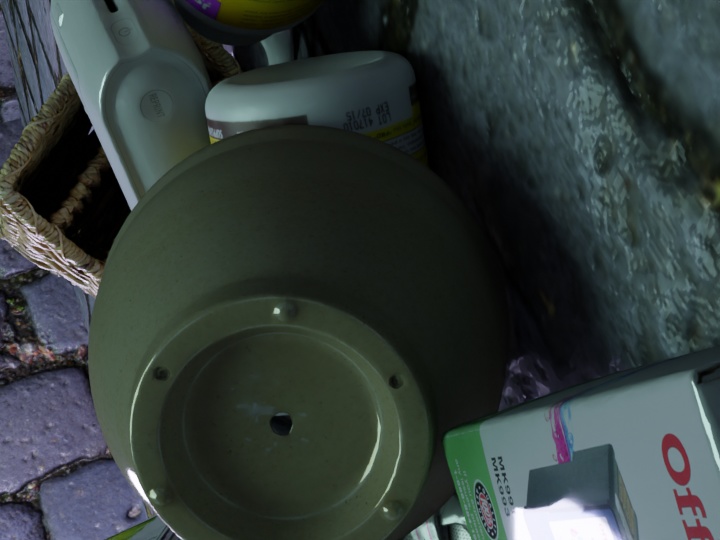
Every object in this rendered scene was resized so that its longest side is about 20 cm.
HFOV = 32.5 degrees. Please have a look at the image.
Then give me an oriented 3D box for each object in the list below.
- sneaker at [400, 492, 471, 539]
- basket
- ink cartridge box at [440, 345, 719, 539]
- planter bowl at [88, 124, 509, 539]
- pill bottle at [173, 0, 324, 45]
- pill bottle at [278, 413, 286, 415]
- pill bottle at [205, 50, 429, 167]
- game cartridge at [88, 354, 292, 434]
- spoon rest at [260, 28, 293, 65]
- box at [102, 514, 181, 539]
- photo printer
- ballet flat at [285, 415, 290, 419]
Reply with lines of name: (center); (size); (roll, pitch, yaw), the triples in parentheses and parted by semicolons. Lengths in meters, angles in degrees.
sneaker: (0.044, 0.147, 0.636); (0.200, 0.088, 0.082); (127, 126, -69)
basket: (-0.161, -0.082, 0.909); (0.143, 0.200, 0.149); (33, 161, -6)
ink cartridge box: (0.111, 0.101, 0.391); (0.200, 0.087, 0.146); (145, 110, -70)
planter bowl: (-0.030, 0.048, 0.536); (0.135, 0.200, 0.201); (-84, -16, -73)
pill bottle: (-0.051, -0.186, 0.630); (0.200, 0.104, 0.105); (139, 115, -71)
pill bottle: (-0.080, 0.034, 0.893); (0.200, 0.113, 0.113); (-169, 65, -71)
pill bottle: (-0.011, -0.007, 0.646); (0.109, 0.109, 0.201); (-150, 47, -66)
game cartridge: (-0.100, 0.111, 0.941); (0.200, 0.133, 0.042); (23, 89, 35)
spoon rest: (-0.071, -0.169, 0.815); (0.099, 0.060, 0.200); (53, 139, 48)
box: (-0.107, 0.259, 0.802); (0.200, 0.116, 0.060); (55, -154, -12)
photo printer: (-0.117, -0.082, 0.722); (0.166, 0.069, 0.200); (-124, 13, -52)
ballet flat: (-0.063, 0.157, 1.038); (0.067, 0.067, 0.201); (2, 105, 51)
